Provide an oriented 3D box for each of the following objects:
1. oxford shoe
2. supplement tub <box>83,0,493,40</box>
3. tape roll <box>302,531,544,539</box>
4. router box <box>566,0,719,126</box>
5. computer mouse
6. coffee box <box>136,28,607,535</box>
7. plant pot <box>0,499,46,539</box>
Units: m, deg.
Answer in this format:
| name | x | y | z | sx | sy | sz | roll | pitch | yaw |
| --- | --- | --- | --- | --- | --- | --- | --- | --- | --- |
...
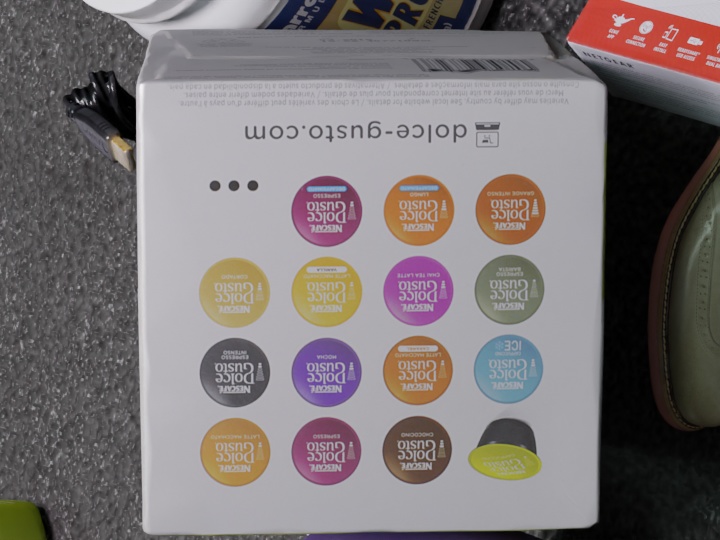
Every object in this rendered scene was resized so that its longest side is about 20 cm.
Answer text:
| name | x | y | z | sx | sy | sz | roll | pitch | yaw |
| --- | --- | --- | --- | --- | --- | --- | --- | --- | --- |
| oxford shoe | 0.185 | -0.019 | 1.321 | 0.074 | 0.071 | 0.201 | 21 | 99 | 41 |
| supplement tub | -0.041 | -0.171 | 1.471 | 0.144 | 0.199 | 0.145 | -8 | 79 | 43 |
| tape roll | 0.029 | 0.209 | 1.346 | 0.085 | 0.199 | 0.201 | 18 | 96 | 45 |
| router box | 0.214 | -0.140 | 1.278 | 0.199 | 0.049 | 0.180 | 19 | 73 | 43 |
| computer mouse | -0.069 | -0.040 | 1.528 | 0.046 | 0.140 | 0.200 | -50 | 52 | 10 |
| coffee box | 0.000 | 0.000 | 1.330 | 0.200 | 0.198 | 0.199 | -109 | 19 | -79 |
| plant pot | -0.280 | 0.252 | 1.649 | 0.200 | 0.198 | 0.182 | -36 | 66 | 34 |
